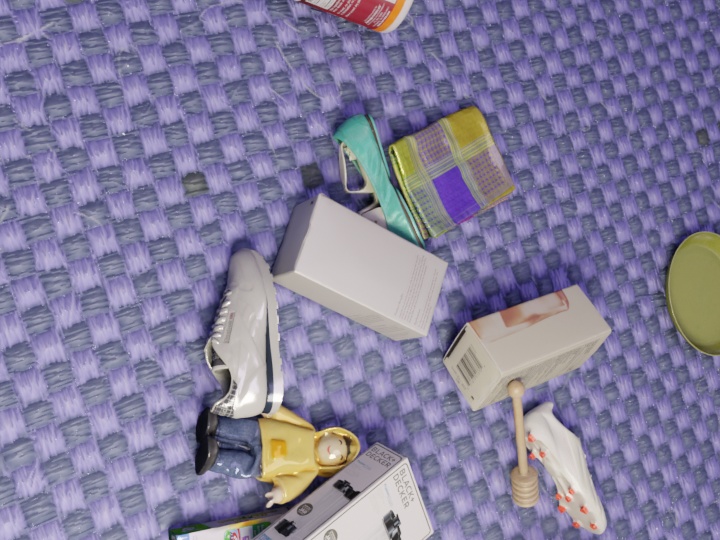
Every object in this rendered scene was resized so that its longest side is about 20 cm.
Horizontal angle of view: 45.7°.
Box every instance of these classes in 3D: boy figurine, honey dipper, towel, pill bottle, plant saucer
[{"bbox_3d":[-0.092,0.213,0.991,0.198,0.065,0.126,12,54,-22],"label":"boy figurine"},{"bbox_3d":[0.213,0.227,1.124,0.038,0.038,0.202,-28,125,-28],"label":"honey dipper"},{"bbox_3d":[0.129,-0.139,1.174,0.199,0.023,0.145,-28,97,-38],"label":"towel"},{"bbox_3d":[-0.033,-0.388,1.088,0.198,0.113,0.115,13,77,-26],"label":"pill bottle"},{"bbox_3d":[0.563,0.039,1.393,0.198,0.031,0.203,5,80,-28],"label":"plant saucer"}]

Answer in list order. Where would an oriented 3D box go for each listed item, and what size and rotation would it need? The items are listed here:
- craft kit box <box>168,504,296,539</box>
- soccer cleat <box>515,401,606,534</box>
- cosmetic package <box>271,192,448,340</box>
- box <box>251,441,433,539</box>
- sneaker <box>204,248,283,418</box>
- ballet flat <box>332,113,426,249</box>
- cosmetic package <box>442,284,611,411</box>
[{"bbox_3d":[-0.113,0.381,0.977,0.195,0.048,0.203,-3,84,-26],"label":"craft kit box"},{"bbox_3d":[0.295,0.278,1.197,0.077,0.069,0.201,-38,98,-30],"label":"soccer cleat"},{"bbox_3d":[0.000,0.000,1.067,0.198,0.085,0.109,28,70,-21],"label":"cosmetic package"},{"bbox_3d":[-0.019,0.302,0.965,0.199,0.060,0.118,-32,115,-29],"label":"box"},{"bbox_3d":[-0.139,0.067,0.976,0.079,0.077,0.202,0,65,-20],"label":"sneaker"},{"bbox_3d":[0.017,-0.102,1.111,0.070,0.067,0.202,-24,95,-4],"label":"ballet flat"},{"bbox_3d":[0.223,0.101,1.149,0.198,0.104,0.088,-15,59,-30],"label":"cosmetic package"}]
